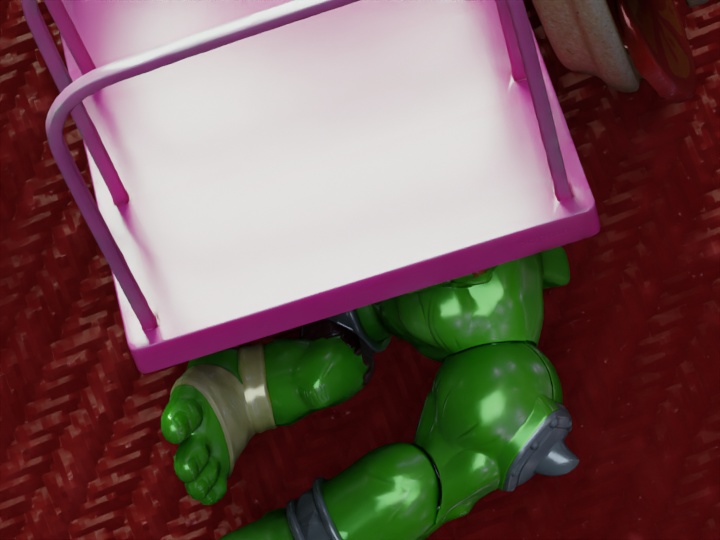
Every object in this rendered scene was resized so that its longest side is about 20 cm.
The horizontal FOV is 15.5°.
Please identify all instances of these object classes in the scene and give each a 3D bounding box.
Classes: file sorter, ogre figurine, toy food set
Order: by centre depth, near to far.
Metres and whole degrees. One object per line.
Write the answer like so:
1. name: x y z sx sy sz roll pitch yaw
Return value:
1. file sorter: -0.031 -0.102 0.759 0.138 0.126 0.201 -17 54 1
2. toy food set: 0.056 -0.144 0.768 0.048 0.200 0.199 -18 86 8
3. ogre figurine: 0.000 0.000 0.823 0.119 0.098 0.201 -11 58 13
